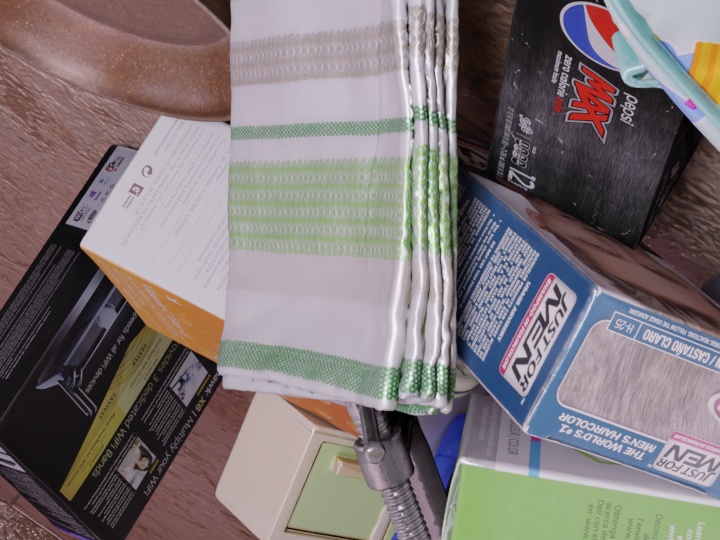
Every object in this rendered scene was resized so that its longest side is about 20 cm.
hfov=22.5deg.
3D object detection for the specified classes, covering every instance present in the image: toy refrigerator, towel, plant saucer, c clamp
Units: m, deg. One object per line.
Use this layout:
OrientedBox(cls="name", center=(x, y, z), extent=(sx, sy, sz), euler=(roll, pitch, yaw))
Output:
OrientedBox(cls="toy refrigerator", center=(0.021, 0.129, 1.075), extent=(0.199, 0.076, 0.070), euler=(17, -169, -38))
OrientedBox(cls="towel", center=(-0.016, -0.049, 0.693), extent=(0.031, 0.201, 0.149), euler=(-1, -179, -35))
OrientedBox(cls="plant saucer", center=(-0.132, -0.136, 0.855), extent=(0.200, 0.037, 0.200), euler=(21, 163, 7))
OrientedBox(cls="c clamp", center=(0.029, 0.126, 0.783), extent=(0.171, 0.027, 0.201), euler=(-93, -17, -70))

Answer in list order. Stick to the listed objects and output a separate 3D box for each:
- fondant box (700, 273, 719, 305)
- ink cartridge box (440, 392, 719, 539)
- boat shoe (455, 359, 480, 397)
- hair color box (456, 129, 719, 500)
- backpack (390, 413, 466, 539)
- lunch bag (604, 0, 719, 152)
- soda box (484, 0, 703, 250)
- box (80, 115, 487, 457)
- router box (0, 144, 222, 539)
OrientedBox(cls="fondant box", center=(0.217, 0.042, 0.728), extent=(0.144, 0.058, 0.200), euler=(34, 159, 1))
OrientedBox(cls="ink cartridge box", center=(0.135, 0.102, 0.719), extent=(0.199, 0.060, 0.104), euler=(9, -168, 5))
OrientedBox(cls="boat shoe", center=(0.000, 0.000, 0.837), extent=(0.074, 0.062, 0.200), euler=(16, -154, -37))
OrientedBox(cls="hair color box", center=(0.073, 0.006, 0.716), extent=(0.100, 0.061, 0.200), euler=(20, -165, -28))
OrientedBox(cls="backpack", center=(0.142, 0.146, 0.922), extent=(0.199, 0.168, 0.163), euler=(14, 159, 39))
OrientedBox(cls="lunch bag", center=(0.150, -0.072, 0.432), extent=(0.160, 0.077, 0.200), euler=(-34, 120, 27))
OrientedBox(cls="soda box", center=(0.093, -0.084, 0.618), extent=(0.071, 0.063, 0.200), euler=(29, 161, 11))
OrientedBox(cls="box", center=(-0.029, 0.011, 0.966), extent=(0.199, 0.098, 0.124), euler=(26, 165, 20))
OrientedBox(cls="router box", center=(-0.151, 0.050, 1.110), extent=(0.052, 0.200, 0.157), euler=(16, 154, 33))
